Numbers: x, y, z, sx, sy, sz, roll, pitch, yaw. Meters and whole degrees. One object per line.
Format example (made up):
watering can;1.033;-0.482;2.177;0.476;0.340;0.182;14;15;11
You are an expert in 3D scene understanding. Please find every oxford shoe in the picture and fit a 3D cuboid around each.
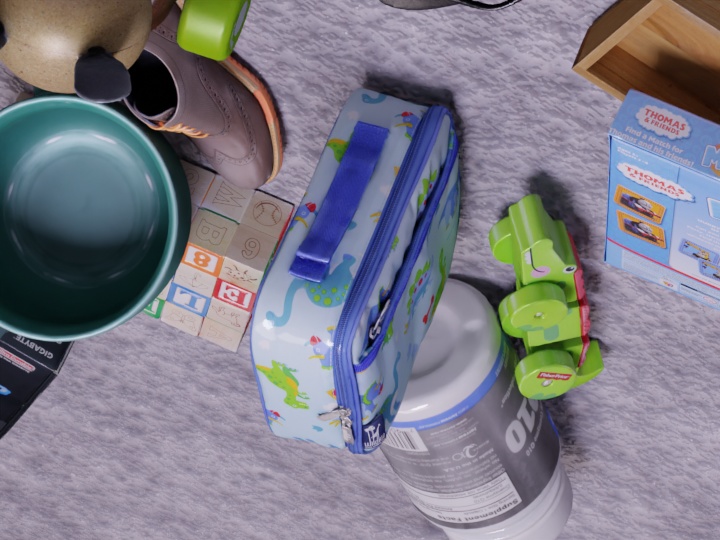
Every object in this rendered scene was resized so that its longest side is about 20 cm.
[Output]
oxford shoe;-0.112;-0.107;1.744;0.071;0.073;0.200;0;142;33

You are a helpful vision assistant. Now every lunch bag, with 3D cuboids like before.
lunch bag;0.000;0.000;1.709;0.082;0.200;0.161;14;147;14

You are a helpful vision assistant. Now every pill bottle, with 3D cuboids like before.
pill bottle;0.070;0.107;1.911;0.114;0.114;0.200;4;144;29

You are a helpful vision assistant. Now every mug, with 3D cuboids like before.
mug;-0.175;-0.050;1.781;0.152;0.185;0.114;31;-175;1

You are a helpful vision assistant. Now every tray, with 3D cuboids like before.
tray;0.228;-0.094;1.575;0.200;0.037;0.099;30;148;-13

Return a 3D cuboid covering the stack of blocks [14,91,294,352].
stack of blocks;-0.155;-0.032;1.902;0.200;0.059;0.115;24;149;0

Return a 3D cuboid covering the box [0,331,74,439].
box;-0.329;0.040;2.141;0.200;0.046;0.159;31;148;-11

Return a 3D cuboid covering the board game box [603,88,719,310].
board game box;0.216;-0.024;1.633;0.151;0.037;0.200;24;164;12

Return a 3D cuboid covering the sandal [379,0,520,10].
sandal;0.074;-0.174;1.544;0.200;0.045;0.075;-9;137;42

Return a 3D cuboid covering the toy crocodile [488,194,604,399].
toy crocodile;0.121;0.020;1.793;0.062;0.068;0.200;-13;144;-1

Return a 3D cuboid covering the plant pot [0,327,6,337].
plant pot;-0.314;0.000;1.965;0.135;0.200;0.200;-13;150;-12

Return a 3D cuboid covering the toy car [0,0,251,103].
toy car;-0.154;-0.162;1.539;0.164;0.200;0.158;18;126;4
